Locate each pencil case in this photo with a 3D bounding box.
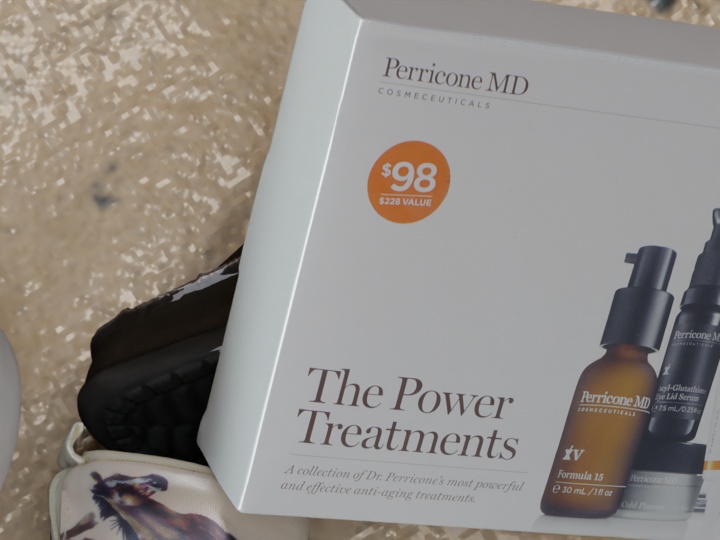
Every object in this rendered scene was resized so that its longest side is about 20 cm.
[{"bbox_3d":[-0.073,0.152,0.803,0.089,0.078,0.202,15,80,-21],"label":"pencil case"}]

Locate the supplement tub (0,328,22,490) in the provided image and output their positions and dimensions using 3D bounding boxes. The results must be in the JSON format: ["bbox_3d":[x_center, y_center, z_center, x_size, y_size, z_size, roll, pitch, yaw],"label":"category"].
[{"bbox_3d":[-0.209,0.023,0.745,0.200,0.144,0.145,39,78,-26],"label":"supplement tub"}]

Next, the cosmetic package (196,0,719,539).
[{"bbox_3d":[0.065,0.001,0.789,0.198,0.052,0.152,5,110,-23],"label":"cosmetic package"}]

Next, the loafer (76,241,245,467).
[{"bbox_3d":[0.000,0.000,0.846,0.199,0.073,0.072,-22,55,-9],"label":"loafer"}]
